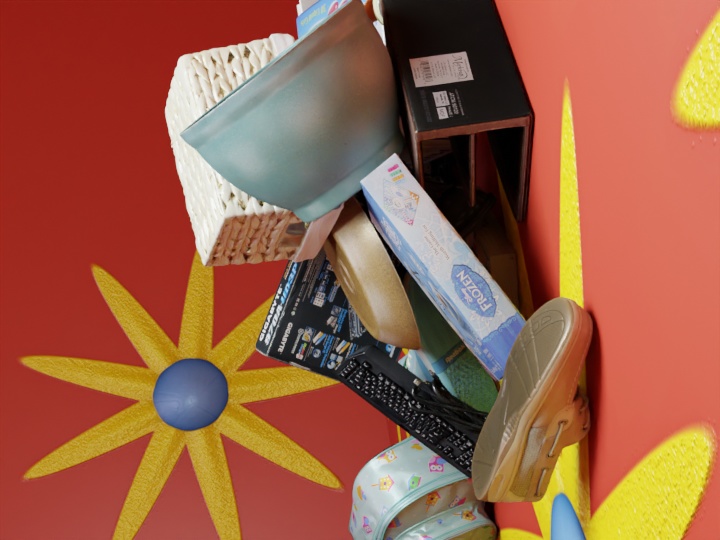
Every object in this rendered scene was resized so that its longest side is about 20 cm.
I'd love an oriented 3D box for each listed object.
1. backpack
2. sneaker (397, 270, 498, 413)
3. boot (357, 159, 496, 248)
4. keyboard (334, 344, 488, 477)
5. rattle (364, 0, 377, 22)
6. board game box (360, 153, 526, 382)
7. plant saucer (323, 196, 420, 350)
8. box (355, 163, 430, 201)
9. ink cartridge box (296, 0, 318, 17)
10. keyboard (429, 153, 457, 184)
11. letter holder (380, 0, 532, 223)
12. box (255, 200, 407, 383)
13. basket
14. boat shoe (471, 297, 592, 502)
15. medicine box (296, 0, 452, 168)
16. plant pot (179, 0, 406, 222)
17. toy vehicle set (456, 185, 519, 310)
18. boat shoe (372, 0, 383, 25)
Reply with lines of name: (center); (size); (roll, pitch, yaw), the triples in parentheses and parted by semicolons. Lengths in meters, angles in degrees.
backpack: (0.079, 0.296, 1.575); (0.201, 0.175, 0.154); (88, 157, -44)
sneaker: (0.068, 0.089, 1.420); (0.130, 0.079, 0.201); (-2, 112, 57)
boot: (0.026, -0.102, 1.279); (0.199, 0.069, 0.174); (-5, 129, 53)
keyboard: (0.065, 0.154, 1.348); (0.104, 0.199, 0.040); (-49, 8, 47)
rattle: (0.050, -0.361, 1.274); (0.143, 0.130, 0.201); (-32, 36, 42)
board game box: (0.079, 0.006, 1.126); (0.200, 0.043, 0.200); (53, 178, 8)
plant saucer: (0.000, 0.000, 1.319); (0.201, 0.035, 0.200); (61, 172, 15)
box: (0.017, -0.120, 1.555); (0.048, 0.199, 0.194); (-58, 28, 36)
ink cartridge box: (-0.007, -0.276, 1.560); (0.067, 0.199, 0.118); (-3, 95, 50)
keyboard: (0.106, -0.093, 1.459); (0.104, 0.039, 0.201); (66, -163, -49)
letter holder: (0.084, -0.146, 1.163); (0.143, 0.100, 0.201); (84, 177, -48)
box: (-0.011, 0.025, 1.451); (0.046, 0.158, 0.201); (22, 91, 65)
basket: (-0.112, -0.115, 1.275); (0.136, 0.122, 0.201); (124, 132, -61)
boat shoe: (0.145, 0.105, 0.991); (0.072, 0.064, 0.201); (-95, 19, -54)
medicine box: (0.024, -0.213, 1.406); (0.182, 0.102, 0.202); (-18, 77, 58)
plant pot: (-0.043, -0.129, 1.134); (0.135, 0.200, 0.200); (53, -178, -11)
toy vehicle set: (0.129, 0.003, 1.311); (0.200, 0.026, 0.125); (-105, 9, -67)
boat shoe: (0.061, -0.328, 1.219); (0.066, 0.071, 0.203); (-132, 54, -71)
